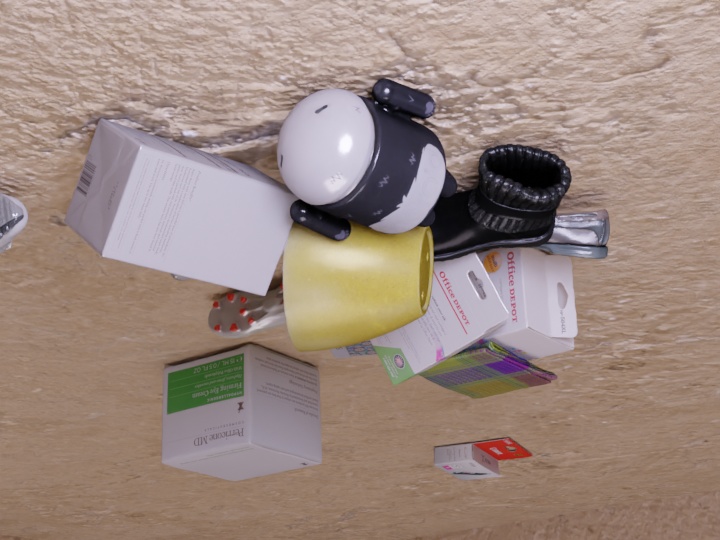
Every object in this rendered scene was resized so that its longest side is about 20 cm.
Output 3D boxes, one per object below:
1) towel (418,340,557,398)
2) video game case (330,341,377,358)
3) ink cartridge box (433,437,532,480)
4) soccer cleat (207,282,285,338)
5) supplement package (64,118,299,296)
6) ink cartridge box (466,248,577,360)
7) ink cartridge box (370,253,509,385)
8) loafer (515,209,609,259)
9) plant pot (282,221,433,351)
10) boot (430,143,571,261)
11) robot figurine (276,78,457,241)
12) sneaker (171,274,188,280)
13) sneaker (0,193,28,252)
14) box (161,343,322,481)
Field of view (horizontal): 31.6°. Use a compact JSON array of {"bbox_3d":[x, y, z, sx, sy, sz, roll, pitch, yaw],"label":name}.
[{"bbox_3d":[0.167,0.138,1.754,0.143,0.023,0.200,-15,155,33],"label":"towel"},{"bbox_3d":[0.043,0.095,1.981,0.199,0.024,0.182,-5,159,7],"label":"video game case"},{"bbox_3d":[0.276,0.422,2.829,0.173,0.044,0.200,-9,158,21],"label":"ink cartridge box"},{"bbox_3d":[-0.127,0.055,1.803,0.200,0.070,0.078,-19,157,29],"label":"soccer cleat"},{"bbox_3d":[-0.186,-0.065,1.343,0.200,0.122,0.120,16,-170,-36],"label":"supplement package"},{"bbox_3d":[0.192,0.050,1.737,0.200,0.129,0.125,-19,153,35],"label":"ink cartridge box"},{"bbox_3d":[0.103,0.050,1.627,0.200,0.117,0.067,-33,170,33],"label":"ink cartridge box"},{"bbox_3d":[0.208,-0.058,1.570,0.199,0.063,0.072,9,-173,8],"label":"loafer"},{"bbox_3d":[0.006,-0.004,1.441,0.141,0.201,0.200,3,160,12],"label":"plant pot"},{"bbox_3d":[0.132,-0.078,1.464,0.210,0.080,0.158,-9,161,2],"label":"boot"},{"bbox_3d":[0.006,-0.111,1.309,0.200,0.151,0.125,19,166,-41],"label":"robot figurine"},{"bbox_3d":[-0.194,-0.044,1.511,0.087,0.075,0.200,-8,159,2],"label":"sneaker"},{"bbox_3d":[-0.447,-0.050,1.511,0.200,0.075,0.087,-14,169,44],"label":"sneaker"},{"bbox_3d":[-0.198,0.243,2.129,0.199,0.172,0.200,-16,155,31],"label":"box"}]
